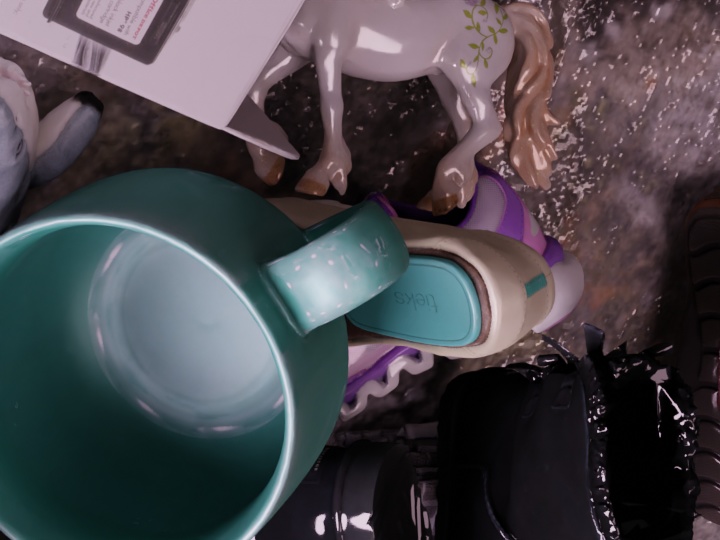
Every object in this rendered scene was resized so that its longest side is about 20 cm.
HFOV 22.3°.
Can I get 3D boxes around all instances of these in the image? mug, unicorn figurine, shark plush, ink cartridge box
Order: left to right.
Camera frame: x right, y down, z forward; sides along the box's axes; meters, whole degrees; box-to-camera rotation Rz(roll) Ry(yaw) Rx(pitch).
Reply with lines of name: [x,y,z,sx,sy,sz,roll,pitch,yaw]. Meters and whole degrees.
shark plush: [-0.182,-0.008,0.739,0.090,0.084,0.200,27,117,-24]
ink cartridge box: [-0.101,-0.124,0.682,0.199,0.116,0.067,21,109,-40]
mug: [-0.066,0.037,0.741,0.183,0.114,0.153,5,107,15]
unicorn figurine: [0.003,-0.098,0.787,0.199,0.074,0.139,6,97,-41]

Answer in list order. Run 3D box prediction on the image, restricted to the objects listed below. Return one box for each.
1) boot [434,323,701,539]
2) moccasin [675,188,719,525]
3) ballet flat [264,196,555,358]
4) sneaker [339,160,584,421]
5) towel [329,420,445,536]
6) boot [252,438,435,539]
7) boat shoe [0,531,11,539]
boot: [0.096,0.128,0.854,0.073,0.162,0.200,0,84,-25]
moccasin: [0.209,0.047,1.009,0.078,0.073,0.203,-29,118,-48]
ballet flat: [0.000,0.000,0.799,0.069,0.199,0.070,-13,107,-46]
sneaker: [0.002,0.011,0.871,0.199,0.081,0.089,-26,112,1]
towel: [0.065,0.163,1.006,0.199,0.086,0.167,0,121,-30]
boot: [-0.045,0.158,0.858,0.077,0.167,0.201,-53,137,-50]
boat shoe: [-0.149,0.170,0.822,0.070,0.201,0.064,-18,172,-37]
